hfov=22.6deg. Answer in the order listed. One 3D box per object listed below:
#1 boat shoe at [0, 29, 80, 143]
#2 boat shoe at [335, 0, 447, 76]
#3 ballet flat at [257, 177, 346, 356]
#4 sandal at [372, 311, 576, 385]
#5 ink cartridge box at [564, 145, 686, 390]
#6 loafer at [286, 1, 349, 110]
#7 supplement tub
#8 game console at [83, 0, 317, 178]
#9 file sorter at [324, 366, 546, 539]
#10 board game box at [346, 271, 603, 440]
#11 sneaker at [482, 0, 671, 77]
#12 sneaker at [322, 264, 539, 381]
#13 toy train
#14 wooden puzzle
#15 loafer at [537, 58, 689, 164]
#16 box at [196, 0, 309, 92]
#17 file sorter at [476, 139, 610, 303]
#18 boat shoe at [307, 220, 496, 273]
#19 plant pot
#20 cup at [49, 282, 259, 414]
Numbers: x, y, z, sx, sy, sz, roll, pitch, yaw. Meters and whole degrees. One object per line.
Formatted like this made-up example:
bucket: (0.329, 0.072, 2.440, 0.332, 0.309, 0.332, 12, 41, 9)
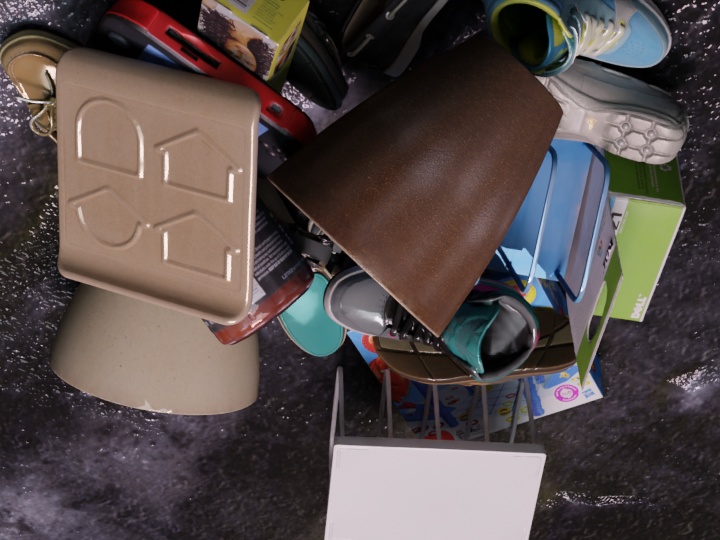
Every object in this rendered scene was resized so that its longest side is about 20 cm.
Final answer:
boat shoe: (-0.241, -0.132, 1.593, 0.073, 0.063, 0.200, -30, 125, 26)
boat shoe: (0.039, -0.244, 1.489, 0.060, 0.074, 0.200, 13, 140, -18)
ballet flat: (-0.067, -0.006, 1.707, 0.069, 0.070, 0.200, -16, 127, 14)
sandal: (0.110, 0.074, 1.715, 0.199, 0.082, 0.055, -2, 155, -7)
ink cartridge box: (0.238, -0.008, 1.617, 0.075, 0.201, 0.148, 7, 133, -7)
loafer: (-0.061, -0.219, 1.516, 0.072, 0.063, 0.200, 16, 154, 48)
supplement tub: (-0.136, -0.041, 1.569, 0.107, 0.107, 0.200, -33, 97, 27)
game console: (-0.137, -0.148, 1.511, 0.200, 0.031, 0.177, 36, 162, -11)
file sorter: (0.069, 0.178, 1.763, 0.199, 0.125, 0.139, 3, 132, -3)
board game box: (0.114, 0.075, 1.791, 0.199, 0.056, 0.196, -20, 130, 17)
sneaker: (0.178, -0.193, 1.494, 0.199, 0.131, 0.080, 22, 129, -20)
sneaker: (0.074, 0.046, 1.596, 0.199, 0.121, 0.084, 5, 103, -18)
toy train: (0.000, 0.000, 1.657, 0.199, 0.046, 0.034, 24, 89, -19)
wooden puzzle: (-0.163, -0.072, 1.477, 0.184, 0.046, 0.201, 15, 116, 20)
loafer: (0.190, -0.151, 1.577, 0.199, 0.070, 0.070, 22, 129, 3)
box: (-0.095, -0.184, 1.476, 0.075, 0.050, 0.200, 34, 164, 2)
file sorter: (0.106, -0.060, 1.587, 0.199, 0.123, 0.139, 10, 104, -6)
boat shoe: (0.049, -0.029, 1.690, 0.199, 0.062, 0.073, 1, 134, -1)
plant pot: (0.060, -0.084, 1.430, 0.200, 0.187, 0.187, -48, 122, 1)
cup: (-0.180, 0.032, 1.681, 0.199, 0.200, 0.144, 10, 103, -9)
